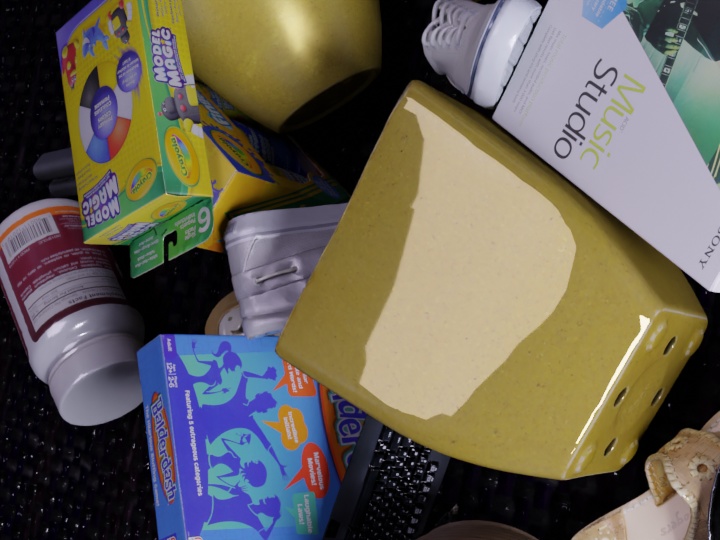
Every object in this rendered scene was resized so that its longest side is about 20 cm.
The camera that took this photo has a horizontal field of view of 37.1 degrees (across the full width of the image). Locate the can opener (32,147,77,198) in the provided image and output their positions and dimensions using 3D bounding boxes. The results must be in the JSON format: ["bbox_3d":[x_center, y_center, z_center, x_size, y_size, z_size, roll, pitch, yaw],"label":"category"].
[{"bbox_3d":[-0.251,-0.120,1.097,0.197,0.054,0.068,-5,47,38],"label":"can opener"}]

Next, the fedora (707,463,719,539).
[{"bbox_3d":[0.281,0.146,0.557,0.197,0.091,0.205,-2,85,22],"label":"fedora"}]

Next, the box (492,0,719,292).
[{"bbox_3d":[0.174,-0.102,0.618,0.200,0.036,0.146,46,120,40],"label":"box"}]

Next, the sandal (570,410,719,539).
[{"bbox_3d":[0.201,0.143,0.664,0.212,0.069,0.078,-44,58,23],"label":"sandal"}]

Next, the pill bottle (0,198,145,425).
[{"bbox_3d":[-0.275,0.039,1.035,0.114,0.113,0.202,-45,58,23],"label":"pill bottle"}]

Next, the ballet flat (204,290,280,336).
[{"bbox_3d":[-0.070,0.041,0.894,0.198,0.063,0.070,-21,100,33],"label":"ballet flat"}]

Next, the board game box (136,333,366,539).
[{"bbox_3d":[-0.059,0.127,0.790,0.045,0.197,0.155,-31,64,46],"label":"board game box"}]

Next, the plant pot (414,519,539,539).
[{"bbox_3d":[0.079,0.232,0.702,0.199,0.201,0.094,-24,31,32],"label":"plant pot"}]

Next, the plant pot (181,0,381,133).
[{"bbox_3d":[-0.059,-0.200,0.880,0.198,0.199,0.144,-32,88,30],"label":"plant pot"}]

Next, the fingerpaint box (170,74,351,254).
[{"bbox_3d":[-0.113,-0.094,0.897,0.074,0.166,0.200,-54,54,16],"label":"fingerpaint box"}]

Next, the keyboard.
[{"bbox_3d":[0.026,0.193,0.758,0.040,0.102,0.203,50,126,59],"label":"keyboard"}]

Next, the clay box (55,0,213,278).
[{"bbox_3d":[-0.170,-0.106,0.802,0.114,0.047,0.204,-23,72,42],"label":"clay box"}]

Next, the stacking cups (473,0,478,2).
[{"bbox_3d":[0.150,-0.253,0.788,0.197,0.060,0.062,-15,73,34],"label":"stacking cups"}]

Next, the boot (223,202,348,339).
[{"bbox_3d":[0.000,0.000,0.800,0.074,0.196,0.098,136,125,-76],"label":"boot"}]

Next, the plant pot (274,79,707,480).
[{"bbox_3d":[0.104,0.027,0.696,0.199,0.193,0.198,34,103,31],"label":"plant pot"}]

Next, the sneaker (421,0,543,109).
[{"bbox_3d":[0.075,-0.155,0.740,0.070,0.200,0.074,28,91,0],"label":"sneaker"}]
